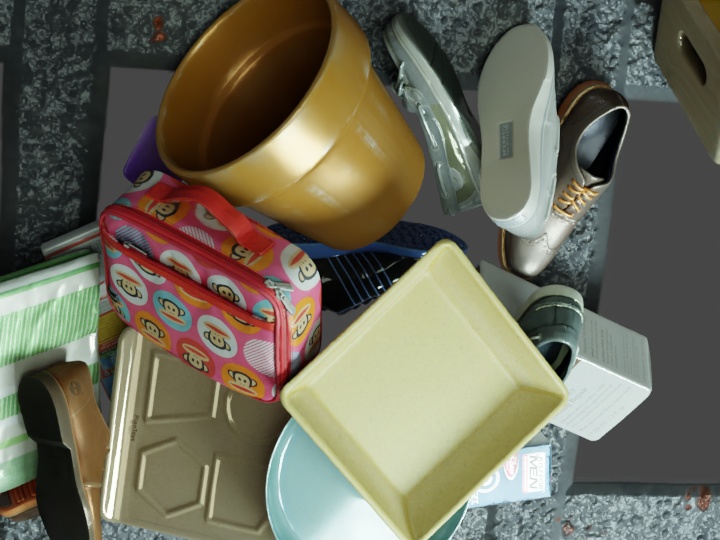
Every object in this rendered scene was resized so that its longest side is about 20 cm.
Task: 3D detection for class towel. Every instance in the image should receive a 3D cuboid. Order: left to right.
[{"bbox_3d":[-0.290,0.091,1.570,0.152,0.023,0.202,-21,123,-42],"label":"towel"}]

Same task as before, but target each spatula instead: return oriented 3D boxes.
[{"bbox_3d":[-0.218,-0.044,1.612,0.056,0.021,0.201,31,101,-27],"label":"spatula"}]

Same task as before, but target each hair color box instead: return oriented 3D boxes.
[{"bbox_3d":[0.075,0.186,1.720,0.198,0.100,0.061,-7,110,-12],"label":"hair color box"}]

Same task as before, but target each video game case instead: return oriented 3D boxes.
[{"bbox_3d":[-0.190,0.035,1.636,0.142,0.017,0.201,-23,118,-6],"label":"video game case"}]

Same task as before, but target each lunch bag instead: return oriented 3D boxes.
[{"bbox_3d":[-0.125,0.004,1.509,0.082,0.199,0.177,-47,154,-36],"label":"lunch bag"}]

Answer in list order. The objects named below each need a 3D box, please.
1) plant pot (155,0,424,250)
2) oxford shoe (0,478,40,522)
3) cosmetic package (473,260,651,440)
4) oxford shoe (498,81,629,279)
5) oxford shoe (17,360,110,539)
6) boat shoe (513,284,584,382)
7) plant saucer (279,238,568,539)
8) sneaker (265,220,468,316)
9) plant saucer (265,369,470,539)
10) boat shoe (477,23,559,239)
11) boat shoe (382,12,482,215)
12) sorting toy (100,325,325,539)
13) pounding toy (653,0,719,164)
[{"bbox_3d":[-0.045,-0.117,1.556,0.200,0.200,0.183,-47,128,4],"label":"plant pot"},{"bbox_3d":[-0.238,0.201,1.663,0.198,0.071,0.074,-19,116,-8],"label":"oxford shoe"},{"bbox_3d":[0.170,0.079,1.706,0.198,0.075,0.102,22,134,-20],"label":"cosmetic package"},{"bbox_3d":[0.189,-0.079,1.671,0.071,0.073,0.202,20,102,-20],"label":"oxford shoe"},{"bbox_3d":[-0.246,0.175,1.582,0.071,0.071,0.202,-27,122,-46],"label":"oxford shoe"},{"bbox_3d":[0.149,0.098,1.631,0.072,0.062,0.201,13,136,-13],"label":"boat shoe"},{"bbox_3d":[0.052,0.103,1.546,0.200,0.048,0.200,-42,113,-7],"label":"plant saucer"},{"bbox_3d":[0.000,0.000,1.664,0.198,0.070,0.079,1,115,-11],"label":"sneaker"},{"bbox_3d":[0.007,0.183,1.587,0.198,0.027,0.202,-5,104,-19],"label":"plant saucer"},{"bbox_3d":[0.152,-0.125,1.628,0.071,0.202,0.068,-13,152,25],"label":"boat shoe"},{"bbox_3d":[0.066,-0.139,1.631,0.064,0.075,0.203,-22,120,15],"label":"boat shoe"},{"bbox_3d":[-0.129,0.153,1.605,0.198,0.036,0.187,10,100,8],"label":"sorting toy"},{"bbox_3d":[0.353,-0.224,1.625,0.182,0.201,0.143,-11,138,-11],"label":"pounding toy"}]
